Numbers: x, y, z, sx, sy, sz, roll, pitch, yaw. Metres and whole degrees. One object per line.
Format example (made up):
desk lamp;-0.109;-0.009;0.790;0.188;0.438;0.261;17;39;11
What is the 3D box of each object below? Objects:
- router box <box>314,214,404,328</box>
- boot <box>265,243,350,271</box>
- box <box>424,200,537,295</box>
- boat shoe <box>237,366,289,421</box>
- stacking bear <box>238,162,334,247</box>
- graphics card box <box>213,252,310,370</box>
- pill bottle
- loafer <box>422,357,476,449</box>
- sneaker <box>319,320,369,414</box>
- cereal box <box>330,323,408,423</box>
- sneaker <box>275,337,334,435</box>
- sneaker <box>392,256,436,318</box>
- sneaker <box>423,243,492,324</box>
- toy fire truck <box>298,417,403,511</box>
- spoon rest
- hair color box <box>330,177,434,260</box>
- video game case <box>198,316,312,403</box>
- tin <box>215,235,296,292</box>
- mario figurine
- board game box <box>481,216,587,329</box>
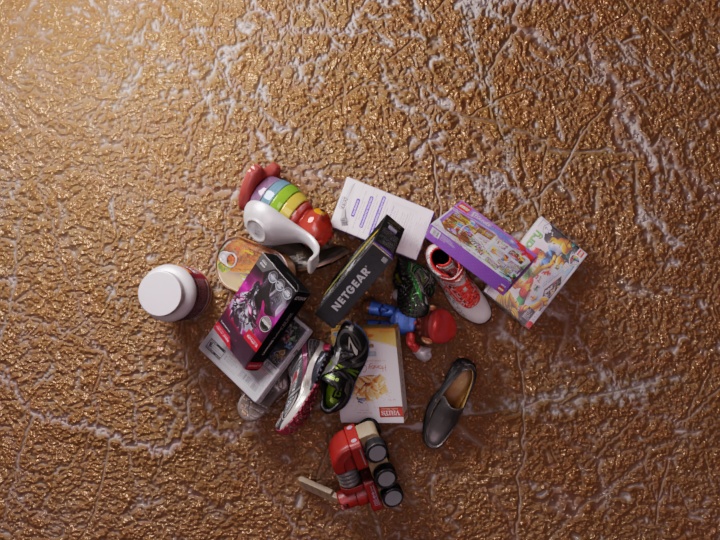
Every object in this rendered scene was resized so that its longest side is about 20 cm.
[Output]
router box;0.000;0.000;1.472;0.052;0.158;0.200;37;117;-6
boot;-0.124;-0.043;1.554;0.197;0.075;0.098;-18;88;6
box;0.245;-0.049;1.498;0.199;0.136;0.039;38;132;15
boat shoe;-0.181;0.234;1.552;0.199;0.072;0.076;-41;84;-18
stacking bear;-0.143;-0.120;1.522;0.199;0.121;0.115;34;111;14
graphics card box;-0.198;0.082;1.468;0.126;0.051;0.201;46;108;29
pill bottle;-0.376;0.046;1.499;0.111;0.200;0.115;0;89;1
loafer;0.183;0.279;1.538;0.072;0.072;0.203;22;90;1
sneaker;-0.035;0.199;1.477;0.070;0.083;0.203;20;107;14
cereal box;0.018;0.213;1.527;0.141;0.039;0.204;-4;98;19
sneaker;-0.122;0.234;1.495;0.074;0.081;0.202;19;71;15
sneaker;0.119;0.032;1.488;0.084;0.201;0.079;10;115;-8
sneaker;0.201;0.031;1.525;0.067;0.108;0.202;-37;88;1
toy fire truck;-0.033;0.410;1.510;0.197;0.129;0.178;-20;114;-4
spoon rest;-0.154;-0.070;1.467;0.199;0.100;0.060;34;50;21
hair color box;0.044;-0.107;1.557;0.197;0.065;0.111;22;90;1
video game case;-0.219;0.143;1.529;0.199;0.023;0.183;35;86;32
tin;-0.218;0.000;1.537;0.198;0.042;0.114;23;94;29
mario figurine;0.105;0.112;1.557;0.197;0.106;0.125;8;125;12
board game box;0.365;0.005;1.557;0.126;0.035;0.201;38;90;3
